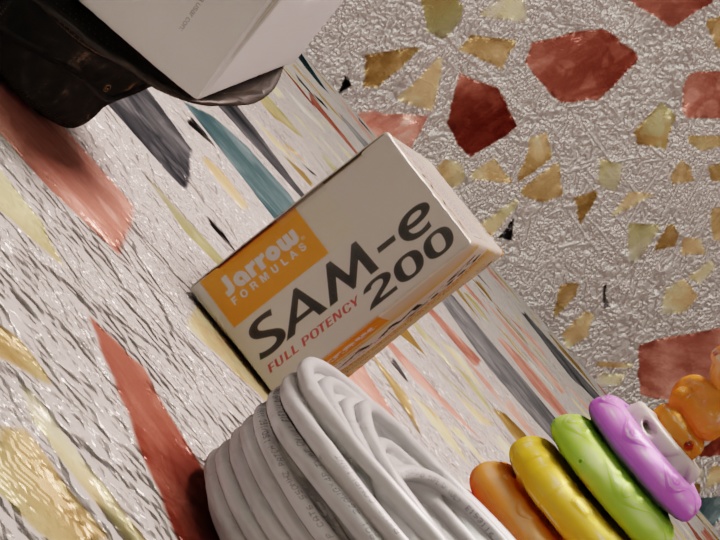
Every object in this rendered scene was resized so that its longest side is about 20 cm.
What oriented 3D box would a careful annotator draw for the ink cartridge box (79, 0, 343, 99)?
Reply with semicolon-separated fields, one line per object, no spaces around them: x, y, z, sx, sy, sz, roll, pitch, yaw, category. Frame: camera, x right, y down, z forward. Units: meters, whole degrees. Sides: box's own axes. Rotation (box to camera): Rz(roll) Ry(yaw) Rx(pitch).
-0.102;-0.180;0.977;0.200;0.085;0.145;40;21;5;ink cartridge box

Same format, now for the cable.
0.024;0.125;0.769;0.200;0.069;0.200;46;6;-31;cable

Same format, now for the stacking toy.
0.112;0.099;0.946;0.116;0.200;0.110;47;7;-20;stacking toy

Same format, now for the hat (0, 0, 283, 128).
-0.138;-0.118;1.026;0.201;0.081;0.201;33;21;-14;hat

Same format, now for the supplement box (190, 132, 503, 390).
0.000;0.000;1.099;0.074;0.126;0.200;52;7;6;supplement box
